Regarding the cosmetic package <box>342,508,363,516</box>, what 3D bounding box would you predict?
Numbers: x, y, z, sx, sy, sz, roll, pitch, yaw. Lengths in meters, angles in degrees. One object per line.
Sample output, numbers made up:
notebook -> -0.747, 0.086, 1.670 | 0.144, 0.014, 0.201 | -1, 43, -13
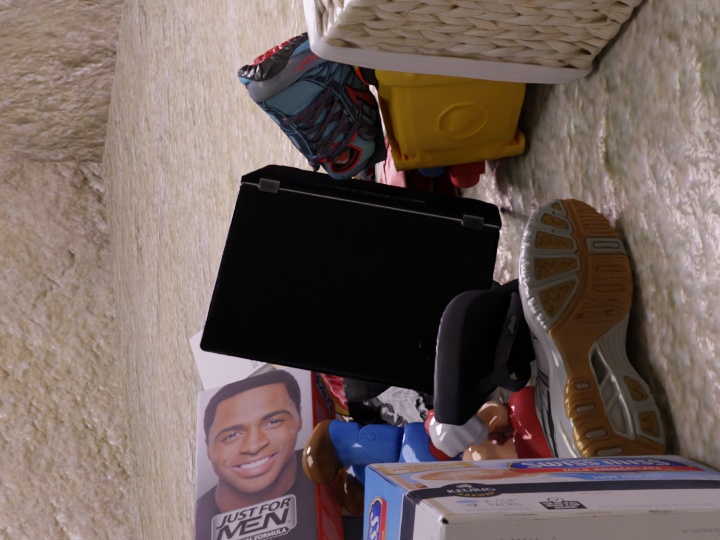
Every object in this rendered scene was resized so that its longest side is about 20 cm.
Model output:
cosmetic package -> -0.024, 0.209, 1.228 | 0.103, 0.200, 0.087 | 140, 128, -71

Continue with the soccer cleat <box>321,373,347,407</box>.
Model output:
soccer cleat -> -0.001, 0.082, 1.205 | 0.068, 0.200, 0.073 | 36, 95, 27

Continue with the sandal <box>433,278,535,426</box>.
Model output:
sandal -> 0.095, 0.044, 0.948 | 0.200, 0.043, 0.076 | -32, -57, -60

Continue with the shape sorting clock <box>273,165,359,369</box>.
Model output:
shape sorting clock -> -0.043, -0.007, 1.287 | 0.200, 0.039, 0.200 | -47, 33, 45

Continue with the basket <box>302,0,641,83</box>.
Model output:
basket -> 0.073, -0.210, 0.926 | 0.123, 0.200, 0.136 | 134, 134, -58

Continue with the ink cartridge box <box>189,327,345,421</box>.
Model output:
ink cartridge box -> -0.074, 0.143, 1.431 | 0.200, 0.083, 0.147 | 55, -178, -28

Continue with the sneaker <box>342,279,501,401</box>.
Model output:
sneaker -> 0.056, 0.039, 1.085 | 0.200, 0.115, 0.075 | -60, -29, -65

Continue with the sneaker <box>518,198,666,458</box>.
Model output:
sneaker -> 0.132, 0.053, 0.924 | 0.088, 0.076, 0.200 | 113, 155, -61

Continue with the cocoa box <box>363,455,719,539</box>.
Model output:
cocoa box -> 0.110, 0.174, 0.770 | 0.131, 0.200, 0.133 | -162, 73, -73

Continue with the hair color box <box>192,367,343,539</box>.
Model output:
hair color box -> -0.069, 0.168, 1.090 | 0.200, 0.101, 0.061 | -96, -15, -49

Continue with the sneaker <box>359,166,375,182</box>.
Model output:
sneaker -> 0.020, -0.032, 1.301 | 0.075, 0.081, 0.200 | -60, 34, 39

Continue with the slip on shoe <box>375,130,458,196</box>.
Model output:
slip on shoe -> 0.051, -0.029, 1.218 | 0.061, 0.074, 0.200 | -17, 73, 58

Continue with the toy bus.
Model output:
toy bus -> 0.061, -0.164, 1.112 | 0.192, 0.136, 0.200 | 84, 175, -49

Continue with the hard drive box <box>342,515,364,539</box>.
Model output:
hard drive box -> 0.021, 0.293, 1.152 | 0.077, 0.156, 0.200 | -114, 30, -55

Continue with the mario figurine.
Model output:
mario figurine -> 0.059, 0.141, 0.997 | 0.200, 0.123, 0.106 | -10, 89, 30

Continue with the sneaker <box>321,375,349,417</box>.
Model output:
sneaker -> -0.002, 0.037, 1.415 | 0.090, 0.070, 0.200 | -41, 50, 50

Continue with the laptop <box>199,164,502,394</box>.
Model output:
laptop -> 0.000, 0.000, 1.055 | 0.200, 0.187, 0.116 | -62, -17, -81

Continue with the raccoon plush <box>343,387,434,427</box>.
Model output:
raccoon plush -> 0.081, 0.138, 1.144 | 0.200, 0.134, 0.097 | 28, 104, 36

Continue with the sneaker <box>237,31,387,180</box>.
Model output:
sneaker -> -0.020, -0.117, 1.074 | 0.096, 0.079, 0.200 | 65, -165, 10
